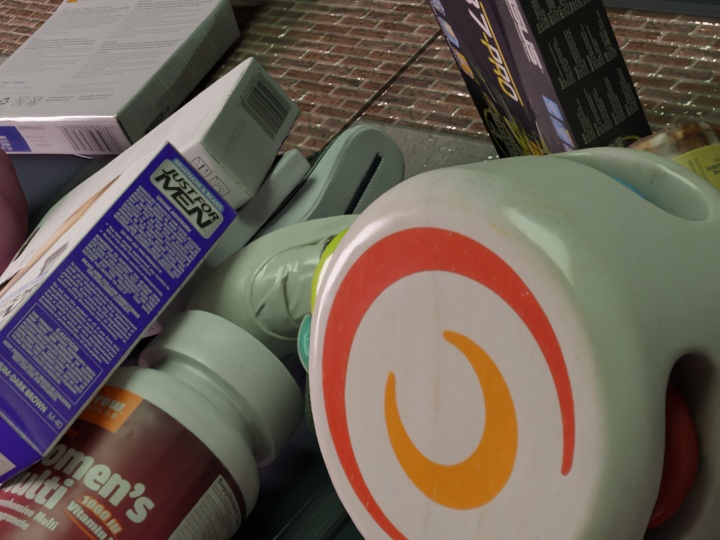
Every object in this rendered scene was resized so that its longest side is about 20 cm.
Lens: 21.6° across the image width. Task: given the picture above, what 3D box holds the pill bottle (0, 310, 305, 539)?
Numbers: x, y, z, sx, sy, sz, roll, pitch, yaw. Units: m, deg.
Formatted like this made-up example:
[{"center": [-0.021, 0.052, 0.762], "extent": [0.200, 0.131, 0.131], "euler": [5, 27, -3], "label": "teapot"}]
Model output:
[{"center": [-0.121, 0.120, 0.972], "extent": [0.109, 0.110, 0.200], "euler": [8, 49, 43], "label": "pill bottle"}]

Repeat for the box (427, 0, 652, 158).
[{"center": [0.097, -0.116, 1.041], "extent": [0.049, 0.200, 0.161], "euler": [-33, 34, -9], "label": "box"}]

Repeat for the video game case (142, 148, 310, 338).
[{"center": [-0.124, -0.004, 1.161], "extent": [0.143, 0.018, 0.200], "euler": [-50, 18, -28], "label": "video game case"}]

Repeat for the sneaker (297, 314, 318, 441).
[{"center": [0.044, 0.035, 0.997], "extent": [0.200, 0.091, 0.078], "euler": [-22, 54, -31], "label": "sneaker"}]

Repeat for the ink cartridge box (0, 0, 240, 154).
[{"center": [-0.194, -0.165, 1.467], "extent": [0.199, 0.041, 0.200], "euler": [3, 45, 40], "label": "ink cartridge box"}]

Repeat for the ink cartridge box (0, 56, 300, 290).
[{"center": [-0.134, -0.040, 1.155], "extent": [0.200, 0.050, 0.109], "euler": [-33, 18, 31], "label": "ink cartridge box"}]

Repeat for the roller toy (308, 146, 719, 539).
[{"center": [0.083, 0.045, 0.781], "extent": [0.139, 0.201, 0.182], "euler": [-11, -18, -43], "label": "roller toy"}]

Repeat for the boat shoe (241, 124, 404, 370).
[{"center": [-0.041, -0.003, 1.126], "extent": [0.071, 0.072, 0.200], "euler": [-22, 26, 53], "label": "boat shoe"}]

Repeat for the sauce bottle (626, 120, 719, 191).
[{"center": [0.172, 0.032, 0.828], "extent": [0.066, 0.066, 0.201], "euler": [-25, 74, 7], "label": "sauce bottle"}]

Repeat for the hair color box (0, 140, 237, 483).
[{"center": [-0.159, 0.028, 0.997], "extent": [0.109, 0.065, 0.200], "euler": [-31, 16, 45], "label": "hair color box"}]

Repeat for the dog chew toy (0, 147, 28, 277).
[{"center": [-0.284, -0.031, 1.293], "extent": [0.124, 0.125, 0.200], "euler": [-22, 26, 10], "label": "dog chew toy"}]

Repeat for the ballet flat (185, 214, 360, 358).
[{"center": [0.000, 0.000, 1.040], "extent": [0.199, 0.070, 0.069], "euler": [-18, 31, -13], "label": "ballet flat"}]
